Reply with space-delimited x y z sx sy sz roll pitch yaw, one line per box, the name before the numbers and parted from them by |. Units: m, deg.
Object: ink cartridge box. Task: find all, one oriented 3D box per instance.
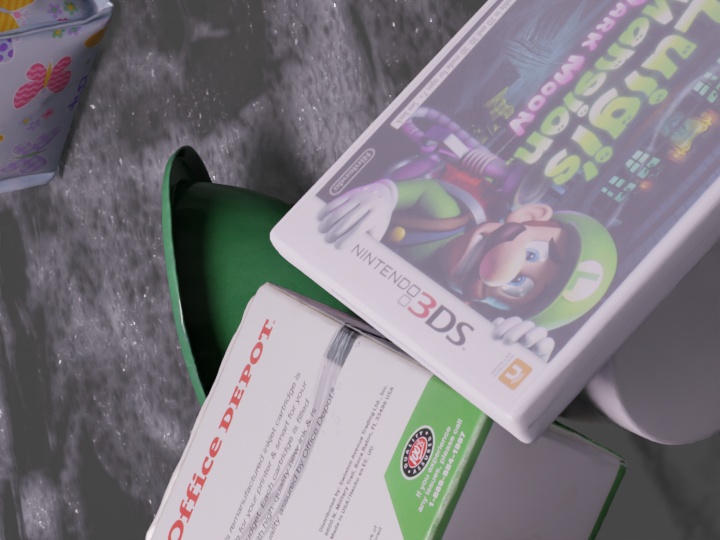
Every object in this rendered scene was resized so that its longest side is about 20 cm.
ink cartridge box | 0.004 0.104 1.227 0.200 0.083 0.147 28 94 57

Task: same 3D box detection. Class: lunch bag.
lunch bag | -0.268 -0.126 1.687 0.128 0.199 0.170 59 147 25

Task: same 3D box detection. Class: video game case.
video game case | 0.079 -0.046 1.167 0.182 0.200 0.023 36 170 47

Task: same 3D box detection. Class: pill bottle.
pill bottle | 0.084 -0.001 1.234 0.200 0.113 0.114 28 126 52

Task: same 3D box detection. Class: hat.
hat | 0.000 0.000 1.474 0.200 0.175 0.167 -56 -47 -80
